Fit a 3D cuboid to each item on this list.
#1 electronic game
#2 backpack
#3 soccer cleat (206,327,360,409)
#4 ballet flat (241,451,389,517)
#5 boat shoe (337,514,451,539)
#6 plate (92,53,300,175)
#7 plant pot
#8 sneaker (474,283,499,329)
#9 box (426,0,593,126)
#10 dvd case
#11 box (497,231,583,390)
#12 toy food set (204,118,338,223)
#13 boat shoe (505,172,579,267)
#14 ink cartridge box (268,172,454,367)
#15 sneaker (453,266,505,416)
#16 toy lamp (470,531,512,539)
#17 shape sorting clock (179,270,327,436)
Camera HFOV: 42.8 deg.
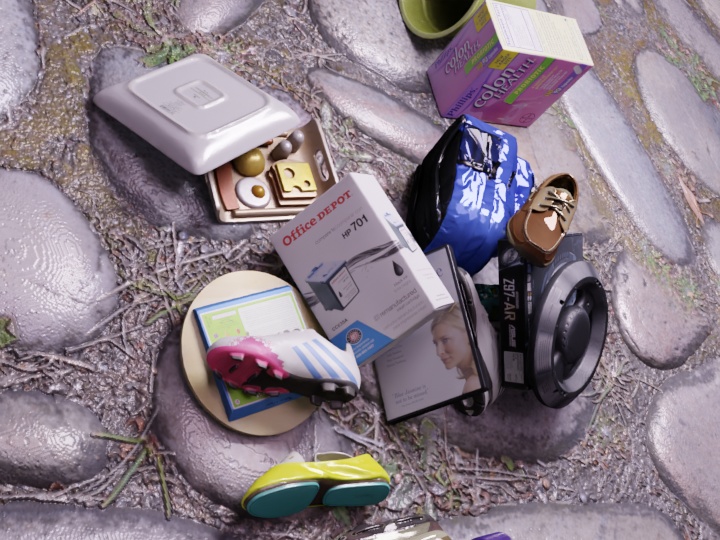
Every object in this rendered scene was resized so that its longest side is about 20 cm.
[{"bbox_3d":[0.281,0.087,1.240,0.199,0.041,0.203,-17,112,-48],"label":"electronic game"},{"bbox_3d":[0.158,-0.091,1.308,0.166,0.163,0.202,21,56,-7],"label":"backpack"},{"bbox_3d":[-0.089,0.101,1.066,0.198,0.070,0.087,20,45,-29],"label":"soccer cleat"},{"bbox_3d":[-0.056,0.241,1.061,0.198,0.067,0.067,4,40,-34],"label":"ballet flat"},{"bbox_3d":[0.008,0.325,1.047,0.198,0.073,0.066,-7,28,-20],"label":"boat shoe"},{"bbox_3d":[-0.208,-0.216,1.185,0.199,0.033,0.199,35,45,21],"label":"plate"},{"bbox_3d":[0.200,-0.472,1.567,0.188,0.199,0.203,8,59,-43],"label":"plant pot"},{"bbox_3d":[0.187,0.040,1.315,0.197,0.080,0.079,2,63,-32],"label":"sneaker"},{"bbox_3d":[0.243,-0.332,1.503,0.197,0.176,0.098,1,62,-32],"label":"box"},{"bbox_3d":[0.077,0.081,1.188,0.017,0.141,0.203,28,44,-56],"label":"dvd case"},{"bbox_3d":[0.252,0.052,1.272,0.159,0.043,0.204,-7,96,-47],"label":"box"},{"bbox_3d":[-0.124,-0.143,1.231,0.198,0.060,0.145,-5,66,-34],"label":"toy food set"},{"bbox_3d":[0.243,-0.076,1.196,0.075,0.074,0.200,33,32,0],"label":"boat shoe"},{"bbox_3d":[0.000,0.000,1.160,0.201,0.146,0.086,57,20,9],"label":"ink cartridge box"},{"bbox_3d":[0.158,0.084,1.256,0.115,0.075,0.204,-23,106,-50],"label":"sneaker"},{"bbox_3d":[0.109,0.369,1.091,0.198,0.058,0.059,-18,74,-37],"label":"toy lamp"},{"bbox_3d":[-0.124,0.098,1.104,0.198,0.039,0.203,15,60,-28],"label":"shape sorting clock"}]
